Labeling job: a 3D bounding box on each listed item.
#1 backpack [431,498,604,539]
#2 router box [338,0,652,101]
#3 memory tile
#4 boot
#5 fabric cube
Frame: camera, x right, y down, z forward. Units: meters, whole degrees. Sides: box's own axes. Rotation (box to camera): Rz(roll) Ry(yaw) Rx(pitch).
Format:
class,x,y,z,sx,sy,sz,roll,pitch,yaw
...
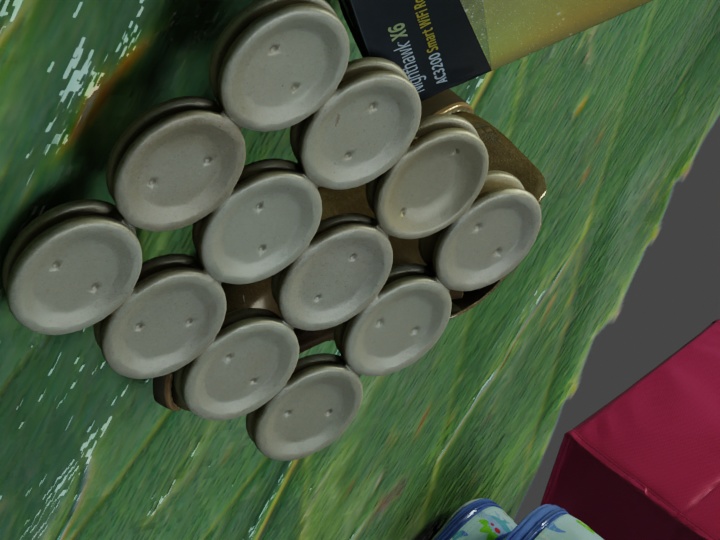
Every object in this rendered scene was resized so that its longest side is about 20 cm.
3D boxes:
class,x,y,z,sx,sy,sz,roll,pitch,yaw
backpack,0.085,0.232,1.207,0.183,0.147,0.200,-47,161,-20
router box,0.056,-0.148,0.664,0.157,0.052,0.200,-23,154,1
memory tile,-0.025,-0.010,0.731,0.153,0.017,0.200,-45,141,7
boot,0.000,0.000,0.817,0.200,0.075,0.074,-40,156,-29
fabric cube,0.247,0.194,1.414,0.199,0.200,0.197,-30,148,-41
